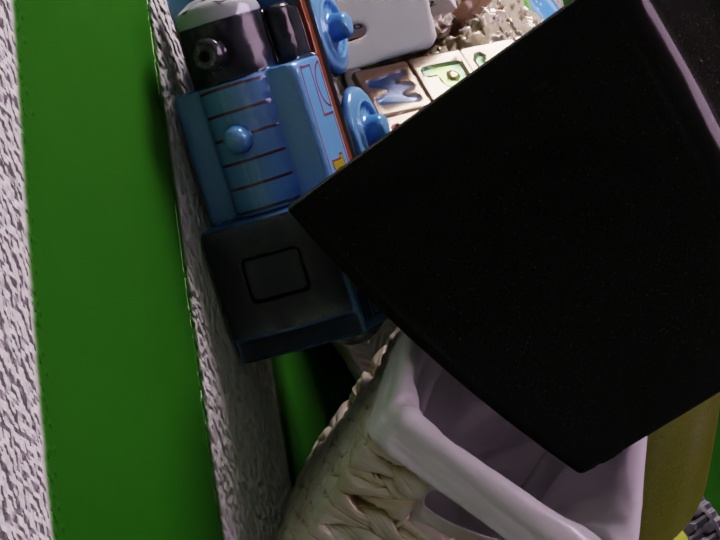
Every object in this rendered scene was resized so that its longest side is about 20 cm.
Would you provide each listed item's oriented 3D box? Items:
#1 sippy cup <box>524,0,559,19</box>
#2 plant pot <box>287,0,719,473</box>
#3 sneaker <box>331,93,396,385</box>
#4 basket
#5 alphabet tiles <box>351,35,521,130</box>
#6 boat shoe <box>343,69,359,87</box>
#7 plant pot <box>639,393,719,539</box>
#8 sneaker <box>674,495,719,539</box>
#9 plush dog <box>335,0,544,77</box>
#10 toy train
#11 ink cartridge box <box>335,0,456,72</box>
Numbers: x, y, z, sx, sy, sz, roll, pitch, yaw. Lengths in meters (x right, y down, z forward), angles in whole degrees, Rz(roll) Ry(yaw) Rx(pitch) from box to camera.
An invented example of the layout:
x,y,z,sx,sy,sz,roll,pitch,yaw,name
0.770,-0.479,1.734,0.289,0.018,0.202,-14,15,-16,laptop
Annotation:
x,y,z,sx,sy,sz,roll,pitch,yaw,name
0.063,-0.167,1.667,0.130,0.178,0.140,58,41,-6,sippy cup
0.124,-0.027,1.170,0.178,0.199,0.200,56,29,1,plant pot
0.000,0.000,1.367,0.085,0.075,0.200,-146,-143,-84,sneaker
0.047,0.106,1.210,0.135,0.123,0.200,35,22,-5,basket
0.110,-0.048,1.333,0.200,0.167,0.008,60,-29,30,alphabet tiles
0.017,-0.161,1.583,0.072,0.071,0.200,-71,144,-67,boat shoe
0.125,0.036,1.409,0.200,0.187,0.187,102,-13,-51,plant pot
0.169,0.156,1.585,0.200,0.066,0.078,46,-17,24,sneaker
0.045,-0.132,1.455,0.172,0.160,0.200,49,47,-13,plush dog
-0.036,-0.055,1.231,0.114,0.087,0.200,-33,107,-70,toy train
-0.020,-0.188,1.372,0.068,0.115,0.200,38,39,-68,ink cartridge box
